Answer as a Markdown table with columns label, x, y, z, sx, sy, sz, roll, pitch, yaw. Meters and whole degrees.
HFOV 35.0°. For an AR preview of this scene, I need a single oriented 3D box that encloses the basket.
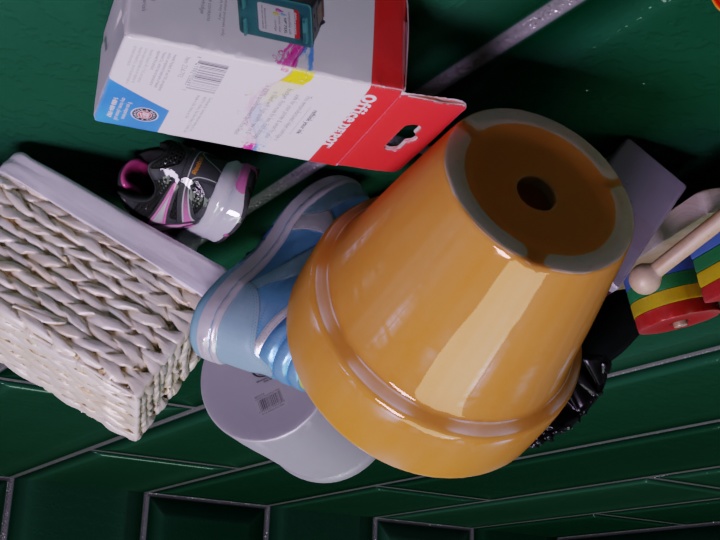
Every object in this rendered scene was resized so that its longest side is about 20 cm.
| label | x | y | z | sx | sy | sz | roll | pitch | yaw |
| --- | --- | --- | --- | --- | --- | --- | --- | --- | --- |
| basket | -0.217 | 0.027 | 0.894 | 0.200 | 0.123 | 0.136 | 29 | 153 | 3 |

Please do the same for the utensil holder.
| label | x | y | z | sx | sy | sz | roll | pitch | yaw |
| --- | --- | --- | --- | --- | --- | --- | --- | --- | --- |
| utensil holder | -0.071 | 0.141 | 1.313 | 0.170 | 0.170 | 0.200 | -5 | 157 | 19 |

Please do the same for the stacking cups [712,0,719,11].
| label | x | y | z | sx | sy | sz | roll | pitch | yaw |
| --- | --- | --- | --- | --- | --- | --- | --- | --- | --- |
| stacking cups | 0.221 | -0.149 | 0.608 | 0.060 | 0.061 | 0.200 | -9 | 155 | 29 |

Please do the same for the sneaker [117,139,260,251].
| label | x | y | z | sx | sy | sz | roll | pitch | yaw |
| --- | --- | --- | --- | --- | --- | --- | --- | --- | --- |
| sneaker | -0.155 | -0.057 | 0.906 | 0.086 | 0.080 | 0.200 | 30 | 149 | -19 |

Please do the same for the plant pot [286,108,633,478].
| label | x | y | z | sx | sy | sz | roll | pitch | yaw |
| --- | --- | --- | --- | --- | --- | --- | --- | --- | --- |
| plant pot | 0.074 | 0.003 | 0.731 | 0.200 | 0.200 | 0.183 | 9 | 143 | -19 |

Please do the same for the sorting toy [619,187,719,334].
| label | x | y | z | sx | sy | sz | roll | pitch | yaw |
| --- | --- | --- | --- | --- | --- | --- | --- | --- | --- |
| sorting toy | 0.313 | -0.007 | 0.912 | 0.200 | 0.070 | 0.199 | -8 | 165 | -18 |

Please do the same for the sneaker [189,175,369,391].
| label | x | y | z | sx | sy | sz | roll | pitch | yaw |
| --- | --- | --- | --- | --- | --- | --- | --- | --- | --- |
| sneaker | -0.020 | 0.015 | 0.861 | 0.130 | 0.200 | 0.080 | 23 | 145 | 24 |

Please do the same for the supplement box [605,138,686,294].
| label | x | y | z | sx | sy | sz | roll | pitch | yaw |
| --- | --- | --- | --- | --- | --- | --- | --- | --- | --- |
| supplement box | 0.162 | -0.012 | 0.905 | 0.061 | 0.109 | 0.200 | 39 | 157 | -1 |

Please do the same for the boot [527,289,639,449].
| label | x | y | z | sx | sy | sz | roll | pitch | yaw |
| --- | --- | --- | --- | --- | --- | --- | --- | --- | --- |
| boot | 0.179 | 0.076 | 0.980 | 0.198 | 0.073 | 0.162 | -33 | -177 | 1 |

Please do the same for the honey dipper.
| label | x | y | z | sx | sy | sz | roll | pitch | yaw |
| --- | --- | --- | --- | --- | --- | --- | --- | --- | --- |
| honey dipper | 0.263 | -0.048 | 0.774 | 0.200 | 0.038 | 0.038 | -43 | 140 | 23 |

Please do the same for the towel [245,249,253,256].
| label | x | y | z | sx | sy | sz | roll | pitch | yaw |
| --- | --- | --- | --- | --- | --- | --- | --- | --- | --- |
| towel | 0.000 | 0.000 | 1.009 | 0.200 | 0.049 | 0.112 | -15 | 127 | 40 |

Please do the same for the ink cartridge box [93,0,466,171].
| label | x | y | z | sx | sy | sz | roll | pitch | yaw |
| --- | --- | --- | --- | --- | --- | --- | --- | --- | --- |
| ink cartridge box | -0.048 | -0.122 | 0.683 | 0.200 | 0.067 | 0.116 | 9 | 161 | -19 |
